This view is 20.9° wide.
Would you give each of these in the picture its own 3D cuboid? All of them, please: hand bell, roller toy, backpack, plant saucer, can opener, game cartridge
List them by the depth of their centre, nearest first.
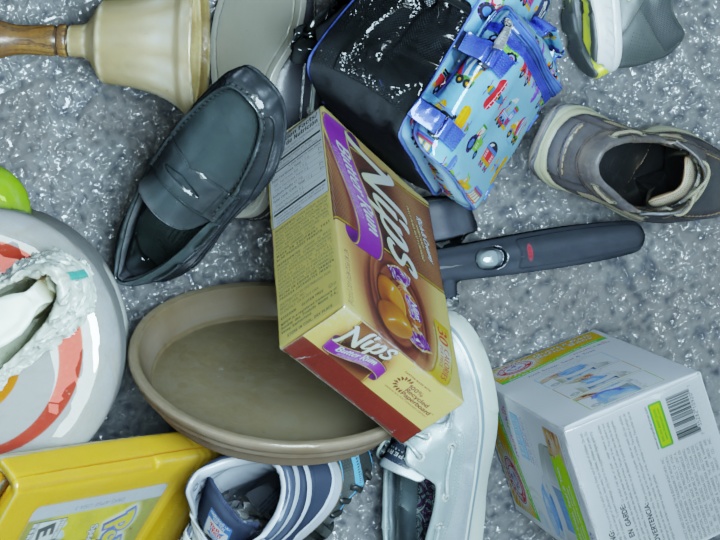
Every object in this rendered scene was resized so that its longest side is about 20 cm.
[{"bbox_3d":[-0.186,0.180,1.255,0.200,0.032,0.176,-2,131,-49],"label":"game cartridge"},{"bbox_3d":[-0.244,0.049,1.260,0.182,0.140,0.200,40,90,-5],"label":"roller toy"},{"bbox_3d":[-0.054,0.068,1.279,0.200,0.200,0.030,0,121,-14],"label":"plant saucer"},{"bbox_3d":[-0.204,-0.151,1.287,0.200,0.104,0.104,1,95,3],"label":"hand bell"},{"bbox_3d":[0.069,-0.163,1.295,0.134,0.183,0.200,34,83,17],"label":"backpack"},{"bbox_3d":[0.108,-0.015,1.381,0.200,0.063,0.079,-4,100,-14],"label":"can opener"}]

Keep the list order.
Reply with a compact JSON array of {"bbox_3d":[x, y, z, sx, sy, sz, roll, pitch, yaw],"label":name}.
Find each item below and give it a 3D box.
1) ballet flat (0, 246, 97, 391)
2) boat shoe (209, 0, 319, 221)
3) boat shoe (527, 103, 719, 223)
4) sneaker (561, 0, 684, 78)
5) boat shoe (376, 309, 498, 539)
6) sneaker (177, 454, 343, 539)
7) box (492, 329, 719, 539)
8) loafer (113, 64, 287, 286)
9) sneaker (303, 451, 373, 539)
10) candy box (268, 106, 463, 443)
[{"bbox_3d":[-0.246,0.052,1.158,0.200,0.072,0.072,-38,103,0],"label":"ballet flat"},{"bbox_3d":[-0.060,-0.133,1.341,0.063,0.073,0.200,9,88,-56],"label":"boat shoe"},{"bbox_3d":[0.205,-0.062,1.368,0.200,0.073,0.075,7,108,-39],"label":"boat shoe"},{"bbox_3d":[0.186,-0.239,1.382,0.084,0.074,0.200,-8,106,-19],"label":"sneaker"},{"bbox_3d":[0.047,0.129,1.355,0.071,0.070,0.201,-16,114,-42],"label":"boat shoe"},{"bbox_3d":[-0.100,0.190,1.266,0.070,0.108,0.200,42,94,17],"label":"sneaker"},{"bbox_3d":[0.166,0.120,1.338,0.101,0.200,0.113,-21,102,-11],"label":"box"},{"bbox_3d":[-0.107,-0.054,1.261,0.068,0.201,0.070,44,47,7],"label":"loafer"},{"bbox_3d":[-0.031,0.153,1.358,0.082,0.073,0.200,10,94,-16],"label":"sneaker"},{"bbox_3d":[0.000,0.000,1.243,0.056,0.200,0.117,-34,125,23],"label":"candy box"}]
